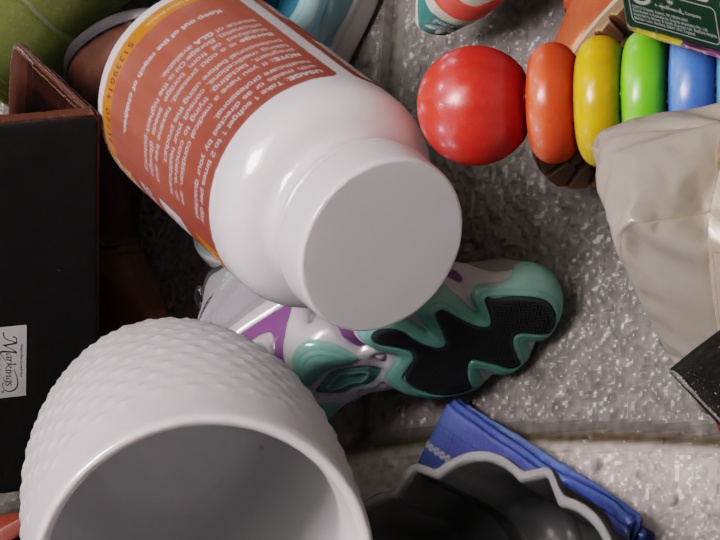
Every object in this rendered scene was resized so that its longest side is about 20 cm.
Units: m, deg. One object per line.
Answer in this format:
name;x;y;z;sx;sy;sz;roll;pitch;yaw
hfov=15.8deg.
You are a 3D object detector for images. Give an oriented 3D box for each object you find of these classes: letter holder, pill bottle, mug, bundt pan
letter holder;-0.202;-0.004;1.344;0.142;0.100;0.201;-136;44;-58
pill bottle;-0.037;-0.052;1.227;0.113;0.112;0.200;-58;38;7
mug;-0.098;0.116;1.161;0.200;0.148;0.175;-45;21;7
bundt pan;0.062;0.185;1.140;0.201;0.076;0.203;-16;65;39

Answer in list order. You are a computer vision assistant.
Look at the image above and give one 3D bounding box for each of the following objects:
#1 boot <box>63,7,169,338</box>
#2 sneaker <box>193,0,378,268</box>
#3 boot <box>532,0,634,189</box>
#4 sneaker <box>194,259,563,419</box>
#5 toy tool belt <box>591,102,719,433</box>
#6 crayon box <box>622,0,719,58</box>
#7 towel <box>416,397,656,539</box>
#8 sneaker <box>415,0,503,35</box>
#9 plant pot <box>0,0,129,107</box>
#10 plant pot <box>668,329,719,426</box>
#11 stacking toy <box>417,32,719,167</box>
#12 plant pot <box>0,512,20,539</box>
boot;-0.126;-0.017;1.378;0.188;0.068;0.201;-41;53;36
sneaker;-0.057;-0.100;1.361;0.074;0.082;0.201;15;85;42
boot;0.128;-0.138;1.243;0.201;0.075;0.107;-61;36;5
sneaker;0.000;0.000;1.287;0.199;0.078;0.141;-17;48;15
toy tool belt;0.183;0.003;1.073;0.122;0.200;0.125;-22;41;13
crayon box;0.237;-0.142;1.094;0.199;0.059;0.172;21;48;41
towel;0.043;0.174;1.224;0.145;0.024;0.201;32;96;42
sneaker;0.050;-0.209;1.321;0.093;0.070;0.201;-44;38;48
plant pot;-0.160;-0.220;1.437;0.189;0.200;0.201;-33;56;10
plant pot;0.270;0.069;0.977;0.177;0.200;0.200;-47;51;3
stacking toy;0.123;-0.078;1.157;0.199;0.085;0.086;1;73;11
plant pot;-0.205;0.206;1.313;0.195;0.200;0.202;5;78;48
